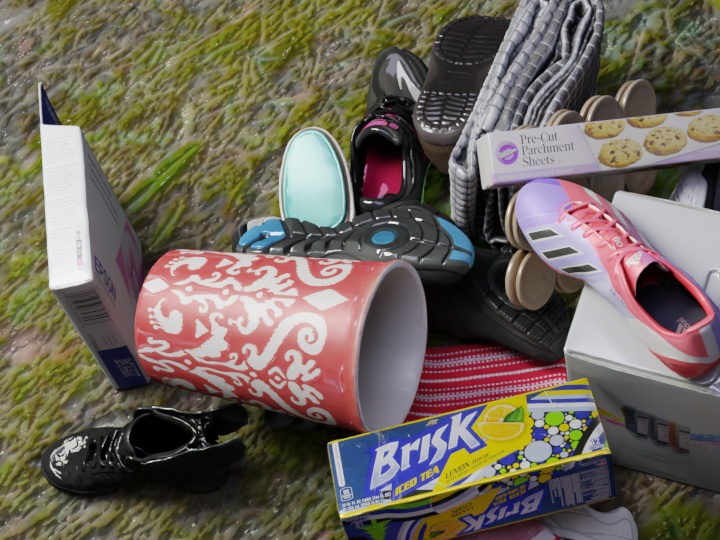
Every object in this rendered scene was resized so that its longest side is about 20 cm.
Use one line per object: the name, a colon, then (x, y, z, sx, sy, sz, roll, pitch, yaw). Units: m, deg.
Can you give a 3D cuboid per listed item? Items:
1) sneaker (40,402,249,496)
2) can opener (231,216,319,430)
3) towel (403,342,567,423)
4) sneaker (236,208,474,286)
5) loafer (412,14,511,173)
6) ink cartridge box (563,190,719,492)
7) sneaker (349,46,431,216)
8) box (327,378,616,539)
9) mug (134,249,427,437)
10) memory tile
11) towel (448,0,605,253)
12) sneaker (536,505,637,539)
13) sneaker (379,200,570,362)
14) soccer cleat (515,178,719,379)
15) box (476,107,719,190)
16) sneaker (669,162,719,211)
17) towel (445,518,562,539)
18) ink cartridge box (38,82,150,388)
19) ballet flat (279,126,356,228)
sneaker: (-0.181, 0.144, 1.266, 0.197, 0.104, 0.061, 0, 63, 10)
can opener: (-0.070, 0.045, 1.333, 0.052, 0.066, 0.202, 5, 60, -28)
towel: (0.096, 0.119, 1.223, 0.143, 0.023, 0.201, -6, 33, 10)
sneaker: (0.000, 0.000, 1.255, 0.198, 0.083, 0.073, 0, 31, 20)
loafer: (0.093, -0.162, 1.393, 0.072, 0.071, 0.201, 12, 45, 18)
ink cartridge box: (0.246, 0.059, 1.180, 0.143, 0.200, 0.146, 14, 66, 17)
sneaker: (0.032, -0.120, 1.377, 0.076, 0.084, 0.202, 0, 63, 9)
box: (0.080, 0.145, 1.112, 0.198, 0.065, 0.071, -14, 48, 2)
mug: (-0.061, 0.067, 1.196, 0.198, 0.179, 0.134, 7, 37, 24)
memory tile: (0.183, -0.063, 1.256, 0.017, 0.155, 0.199, 12, 27, 42)
towel: (0.148, -0.123, 1.314, 0.085, 0.166, 0.201, 20, 68, 13)
sneaker: (0.123, 0.200, 1.210, 0.198, 0.075, 0.082, 17, 56, 13)
sneaker: (0.091, 0.022, 1.294, 0.199, 0.091, 0.076, 36, 43, 23)
soccer cleat: (0.181, -0.007, 1.072, 0.066, 0.077, 0.200, -37, 61, -8)
box: (0.188, -0.093, 1.160, 0.198, 0.039, 0.042, -6, 88, -9)
sneaker: (0.314, -0.056, 1.253, 0.113, 0.200, 0.076, 23, 112, 12)
towel: (0.124, 0.245, 1.071, 0.143, 0.023, 0.199, -23, 42, -33)
ink cartridge box: (-0.225, -0.029, 1.312, 0.043, 0.197, 0.202, -10, 62, 3)
ballet flat: (-0.025, -0.023, 1.334, 0.069, 0.069, 0.202, -14, 76, 2)
